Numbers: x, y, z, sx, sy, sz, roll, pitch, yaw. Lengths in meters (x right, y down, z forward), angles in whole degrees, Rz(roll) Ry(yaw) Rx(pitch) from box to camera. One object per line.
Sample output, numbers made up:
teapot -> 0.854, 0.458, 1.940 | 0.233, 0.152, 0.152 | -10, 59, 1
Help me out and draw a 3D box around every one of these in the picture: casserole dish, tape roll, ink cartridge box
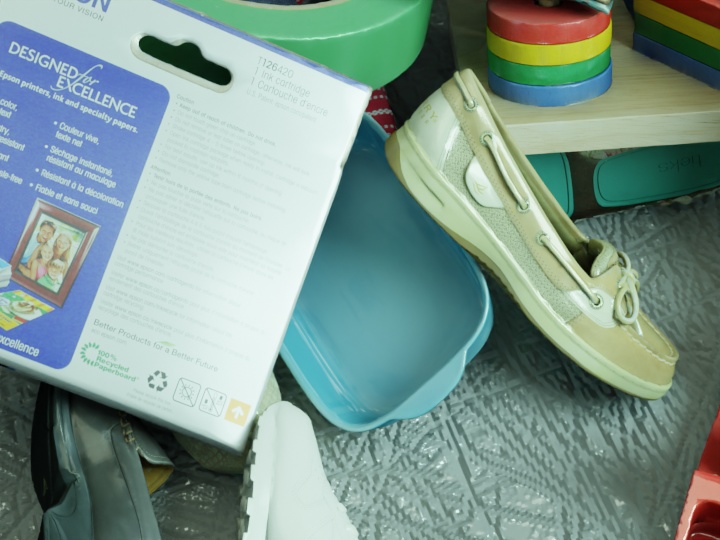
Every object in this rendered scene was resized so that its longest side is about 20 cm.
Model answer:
casserole dish -> 0.000, 0.000, 0.849 | 0.121, 0.039, 0.201 | -42, 59, 12
tape roll -> -0.055, -0.173, 0.883 | 0.198, 0.048, 0.202 | 6, 44, -5
ink cartridge box -> -0.117, -0.035, 0.783 | 0.196, 0.047, 0.202 | 22, 78, -11

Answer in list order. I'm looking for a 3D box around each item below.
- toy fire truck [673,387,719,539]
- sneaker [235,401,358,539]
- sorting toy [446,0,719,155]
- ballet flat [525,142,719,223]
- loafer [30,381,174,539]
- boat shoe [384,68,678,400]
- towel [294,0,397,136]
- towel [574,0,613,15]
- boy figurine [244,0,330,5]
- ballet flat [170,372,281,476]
toy fire truck -> 0.188, 0.084, 0.736 | 0.048, 0.142, 0.201 | 15, 59, 15
sneaker -> -0.022, 0.160, 0.755 | 0.080, 0.077, 0.202 | -1, 62, -6
sorting toy -> 0.154, -0.146, 0.887 | 0.198, 0.070, 0.199 | -4, 31, 1
ballet flat -> 0.123, -0.064, 0.897 | 0.198, 0.076, 0.064 | -4, 25, -2
loafer -> -0.134, 0.105, 0.806 | 0.072, 0.073, 0.202 | 5, 58, -18
boat shoe -> 0.101, -0.015, 0.802 | 0.201, 0.073, 0.063 | 45, 108, -5
towel -> -0.063, -0.121, 0.970 | 0.143, 0.023, 0.201 | -15, 57, -4
towel -> 0.054, -0.196, 0.864 | 0.198, 0.022, 0.147 | 9, 39, 9
boy figurine -> -0.109, -0.180, 0.962 | 0.199, 0.065, 0.124 | 34, 65, 19
ballet flat -> -0.097, 0.019, 0.842 | 0.067, 0.063, 0.201 | -22, 64, -7
